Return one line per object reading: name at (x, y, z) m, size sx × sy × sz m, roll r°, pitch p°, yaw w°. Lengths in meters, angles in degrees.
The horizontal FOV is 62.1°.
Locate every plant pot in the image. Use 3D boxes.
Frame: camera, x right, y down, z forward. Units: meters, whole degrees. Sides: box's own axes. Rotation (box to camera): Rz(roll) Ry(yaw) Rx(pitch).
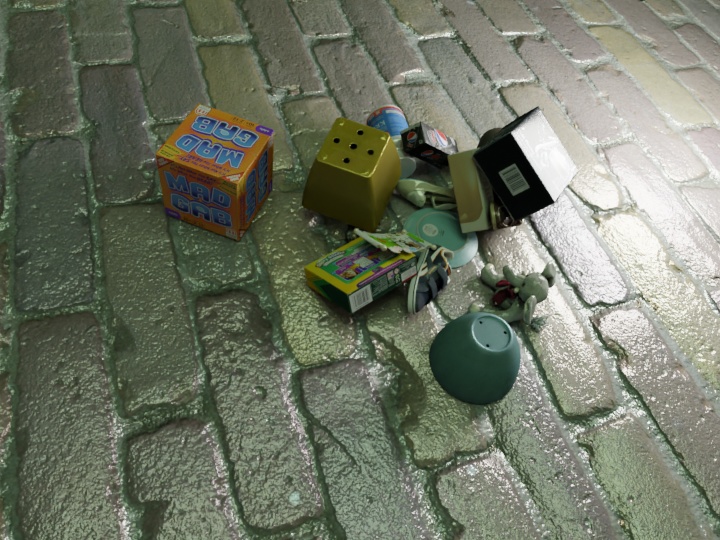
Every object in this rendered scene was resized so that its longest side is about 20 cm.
plant pot at (-0.019, -0.244, 1.430) m, size 0.199 × 0.177 × 0.200 m, roll 21°, pitch 67°, yaw 8°
plant pot at (0.262, 0.169, 1.289) m, size 0.199 × 0.135 × 0.201 m, roll 5°, pitch 54°, yaw -7°

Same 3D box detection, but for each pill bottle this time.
pill bottle at (0.089, -0.352, 1.649) m, size 0.112 × 0.112 × 0.201 m, roll -6°, pitch 55°, yaw -14°

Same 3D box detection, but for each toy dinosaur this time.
toy dinosaur at (0.006, -0.143, 1.527) m, size 0.088 × 0.048 × 0.201 m, roll 2°, pitch 50°, yaw 0°

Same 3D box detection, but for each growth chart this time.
growth chart at (0.084, -0.069, 1.393) m, size 0.200 × 0.018 × 0.145 m, roll -2°, pitch 22°, yaw -43°

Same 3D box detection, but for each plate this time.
plate at (0.208, -0.092, 1.537) m, size 0.199 × 0.026 × 0.201 m, roll 5°, pitch 55°, yaw -7°

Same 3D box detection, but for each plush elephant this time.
plush elephant at (0.366, 0.049, 1.380) m, size 0.200 × 0.155 × 0.165 m, roll 28°, pitch 54°, yaw 11°

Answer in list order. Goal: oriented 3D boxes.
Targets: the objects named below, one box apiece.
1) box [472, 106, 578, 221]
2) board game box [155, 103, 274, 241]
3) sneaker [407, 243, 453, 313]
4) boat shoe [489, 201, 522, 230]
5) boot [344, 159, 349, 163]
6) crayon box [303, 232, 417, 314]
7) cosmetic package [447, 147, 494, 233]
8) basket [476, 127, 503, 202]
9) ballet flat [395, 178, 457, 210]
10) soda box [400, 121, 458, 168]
box at (0.408, -0.263, 1.467) m, size 0.200 × 0.124 × 0.197 m, roll 55°, pitch 45°, yaw -8°
board game box at (-0.339, -0.234, 1.430) m, size 0.199 × 0.200 × 0.200 m, roll 20°, pitch 53°, yaw 5°
sneaker at (0.167, 0.017, 1.406) m, size 0.079 × 0.079 × 0.200 m, roll 9°, pitch 55°, yaw 18°
boat shoe at (0.379, -0.142, 1.516) m, size 0.072 × 0.200 × 0.072 m, roll -8°, pitch 90°, yaw 28°
boot at (-0.024, -0.239, 1.565) m, size 0.203 × 0.074 × 0.154 m, roll 17°, pitch 53°, yaw 20°
crayon box at (0.000, 0.000, 1.370) m, size 0.200 × 0.058 × 0.172 m, roll -29°, pitch 36°, yaw -27°
cosmetic package at (0.286, -0.204, 1.514) m, size 0.071 × 0.201 × 0.105 m, roll -8°, pitch 9°, yaw 31°
basket at (0.377, -0.291, 1.649) m, size 0.180 × 0.136 × 0.200 m, roll 22°, pitch 49°, yaw -9°
ballet flat at (0.184, -0.196, 1.584) m, size 0.199 × 0.070 × 0.070 m, roll 8°, pitch 53°, yaw -4°
soda box at (0.191, -0.334, 1.607) m, size 0.200 × 0.071 × 0.064 m, roll 7°, pitch 68°, yaw -54°
